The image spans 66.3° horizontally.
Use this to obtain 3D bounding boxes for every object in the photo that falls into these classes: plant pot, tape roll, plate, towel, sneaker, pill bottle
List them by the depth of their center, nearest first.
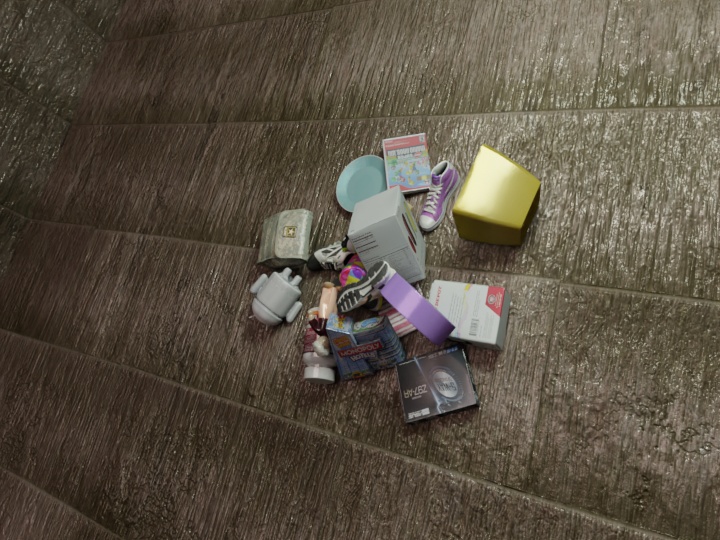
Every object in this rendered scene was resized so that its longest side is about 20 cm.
[{"bbox_3d":[0.141,0.095,1.356,0.066,0.200,0.200,-48,56,2],"label":"tape roll"},{"bbox_3d":[0.019,0.058,1.446,0.198,0.079,0.075,-35,50,26],"label":"sneaker"},{"bbox_3d":[0.370,-0.177,1.458,0.173,0.200,0.204,23,81,22],"label":"plant pot"},{"bbox_3d":[0.108,0.088,1.580,0.144,0.030,0.203,-31,59,15],"label":"towel"},{"bbox_3d":[-0.111,0.218,1.597,0.107,0.109,0.205,-6,67,26],"label":"pill bottle"},{"bbox_3d":[0.213,-0.223,1.600,0.071,0.114,0.204,21,82,31],"label":"sneaker"},{"bbox_3d":[-0.023,0.058,1.615,0.197,0.084,0.076,19,93,42],"label":"sneaker"},{"bbox_3d":[-0.008,-0.118,1.652,0.081,0.073,0.201,-8,28,25],"label":"sneaker"},{"bbox_3d":[-0.079,-0.032,1.704,0.197,0.074,0.090,-26,58,17],"label":"sneaker"},{"bbox_3d":[0.011,-0.274,1.768,0.196,0.026,0.205,-11,65,25],"label":"plate"}]

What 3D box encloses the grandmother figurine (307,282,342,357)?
[{"bbox_3d":[-0.096,0.139,1.532,0.060,0.119,0.205,-27,51,60],"label":"grandmother figurine"}]

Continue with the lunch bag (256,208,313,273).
[{"bbox_3d":[-0.232,-0.097,1.761,0.197,0.116,0.168,-15,62,44],"label":"lunch bag"}]

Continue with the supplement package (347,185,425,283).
[{"bbox_3d":[0.079,-0.086,1.522,0.144,0.203,0.193,-20,28,19],"label":"supplement package"}]

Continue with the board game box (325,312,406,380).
[{"bbox_3d":[-0.002,0.195,1.493,0.196,0.202,0.062,-15,35,22],"label":"board game box"}]

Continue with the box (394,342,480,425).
[{"bbox_3d":[0.197,0.297,1.438,0.196,0.043,0.164,-20,61,20],"label":"box"}]

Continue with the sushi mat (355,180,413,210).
[{"bbox_3d":[0.073,-0.208,1.729,0.096,0.012,0.199,-51,55,3],"label":"sushi mat"}]

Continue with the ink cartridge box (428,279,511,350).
[{"bbox_3d":[0.279,0.115,1.443,0.196,0.083,0.149,7,75,30],"label":"ink cartridge box"}]

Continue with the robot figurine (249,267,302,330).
[{"bbox_3d":[-0.265,0.087,1.731,0.168,0.113,0.202,36,89,1],"label":"robot figurine"}]

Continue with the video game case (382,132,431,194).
[{"bbox_3d":[0.145,-0.331,1.714,0.139,0.018,0.205,-7,66,6],"label":"video game case"}]

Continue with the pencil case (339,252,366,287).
[{"bbox_3d":[0.000,0.000,1.572,0.086,0.201,0.091,3,110,9],"label":"pencil case"}]
